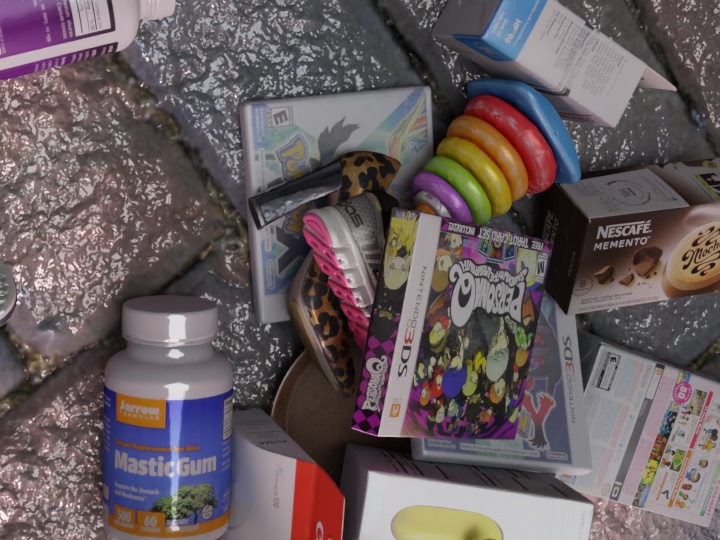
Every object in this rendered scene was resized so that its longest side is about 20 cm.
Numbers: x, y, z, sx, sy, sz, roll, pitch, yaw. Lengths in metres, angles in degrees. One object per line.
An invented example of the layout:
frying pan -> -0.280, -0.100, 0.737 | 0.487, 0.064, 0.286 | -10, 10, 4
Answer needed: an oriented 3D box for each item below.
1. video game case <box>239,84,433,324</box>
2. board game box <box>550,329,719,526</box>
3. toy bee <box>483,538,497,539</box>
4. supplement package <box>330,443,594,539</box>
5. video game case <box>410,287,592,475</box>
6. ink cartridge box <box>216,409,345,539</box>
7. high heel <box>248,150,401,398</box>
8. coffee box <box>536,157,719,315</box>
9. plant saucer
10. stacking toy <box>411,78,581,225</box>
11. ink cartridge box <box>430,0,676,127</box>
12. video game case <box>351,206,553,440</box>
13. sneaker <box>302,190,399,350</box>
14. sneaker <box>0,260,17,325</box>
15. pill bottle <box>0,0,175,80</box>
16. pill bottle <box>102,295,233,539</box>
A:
video game case -> -0.016, -0.061, 1.300 | 0.181, 0.022, 0.202 | -8, 102, -21
board game box -> 0.285, 0.161, 1.442 | 0.199, 0.064, 0.148 | 19, 93, -23
toy bee -> 0.078, 0.274, 1.141 | 0.200, 0.108, 0.131 | 37, 78, -32
supplement package -> 0.080, 0.251, 1.257 | 0.198, 0.151, 0.153 | 10, 90, -8
video game case -> 0.127, 0.093, 1.326 | 0.199, 0.023, 0.184 | 10, 66, -31
ink cartridge box -> -0.076, 0.228, 1.224 | 0.047, 0.200, 0.161 | -1, 106, -24
high heel -> 0.000, 0.000, 1.262 | 0.142, 0.071, 0.201 | -23, 98, -14
coffee box -> 0.275, -0.035, 1.373 | 0.199, 0.080, 0.114 | -7, 127, -21
plant saucer -> 0.004, 0.140, 1.337 | 0.199, 0.037, 0.202 | -5, 102, -22
stacking toy -> 0.090, -0.072, 1.282 | 0.200, 0.110, 0.116 | -44, 115, -17
ink cartridge box -> 0.177, -0.191, 1.303 | 0.199, 0.116, 0.068 | 29, 89, -23
video game case -> 0.081, 0.050, 1.196 | 0.199, 0.036, 0.183 | 10, 92, -50
sneaker -> 0.029, 0.017, 1.207 | 0.087, 0.074, 0.201 | -33, 114, -15
sneaker -> -0.354, -0.029, 1.145 | 0.078, 0.079, 0.200 | -39, 87, -17
pill bottle -> -0.253, -0.217, 1.126 | 0.199, 0.112, 0.113 | -18, 106, -19
pill bottle -> -0.165, 0.127, 1.225 | 0.111, 0.112, 0.202 | -2, 101, -22
